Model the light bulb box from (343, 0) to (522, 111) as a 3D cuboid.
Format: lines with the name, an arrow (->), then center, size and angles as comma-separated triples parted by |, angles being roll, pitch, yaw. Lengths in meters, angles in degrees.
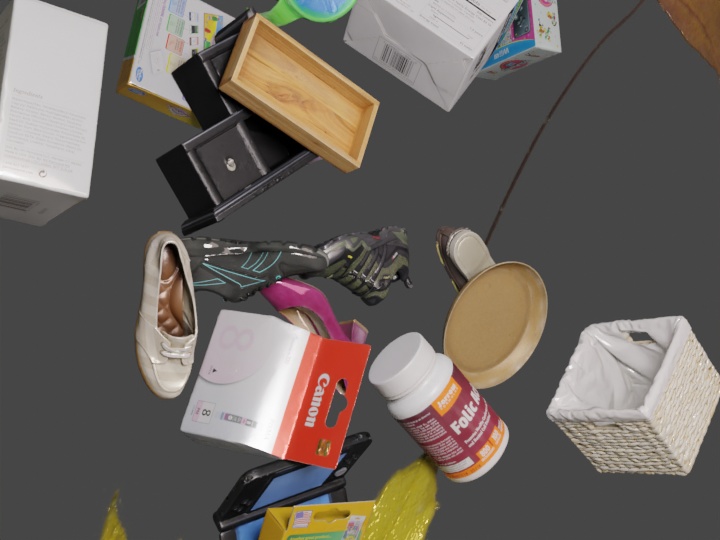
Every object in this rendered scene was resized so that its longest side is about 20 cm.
light bulb box -> 0.113, -0.380, 1.515 | 0.197, 0.125, 0.201 | 35, 59, 5

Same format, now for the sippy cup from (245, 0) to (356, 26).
sippy cup -> -0.080, -0.411, 1.400 | 0.176, 0.130, 0.142 | -21, 119, -27

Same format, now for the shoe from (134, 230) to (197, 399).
shoe -> -0.231, 0.056, 1.237 | 0.069, 0.053, 0.204 | -4, 97, -29

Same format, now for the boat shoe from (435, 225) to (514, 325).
boat shoe -> 0.171, 0.012, 1.557 | 0.072, 0.059, 0.201 | -44, 128, -14

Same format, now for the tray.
tray -> -0.072, -0.214, 1.272 | 0.199, 0.037, 0.100 | 31, 63, -28

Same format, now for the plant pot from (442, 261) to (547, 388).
plant pot -> 0.196, 0.078, 1.547 | 0.198, 0.027, 0.203 | -15, 118, -29

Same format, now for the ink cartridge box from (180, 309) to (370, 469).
ink cartridge box -> -0.104, 0.140, 1.252 | 0.057, 0.197, 0.165 | 49, 51, -52

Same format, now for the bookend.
bookend -> -0.172, -0.183, 1.271 | 0.198, 0.092, 0.202 | -36, 102, -36

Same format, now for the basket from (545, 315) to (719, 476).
basket -> 0.440, 0.199, 1.652 | 0.161, 0.197, 0.201 | 48, 56, -24

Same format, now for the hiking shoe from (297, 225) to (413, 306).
hiking shoe -> 0.000, 0.000, 1.428 | 0.198, 0.075, 0.102 | -14, 86, -39

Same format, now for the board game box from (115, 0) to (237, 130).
board game box -> -0.205, -0.265, 1.346 | 0.198, 0.040, 0.156 | 22, 69, -32

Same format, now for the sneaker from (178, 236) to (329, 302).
sneaker -> -0.138, -0.001, 1.300 | 0.196, 0.075, 0.081 | 2, 91, -2

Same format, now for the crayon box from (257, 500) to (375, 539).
crayon box -> -0.069, 0.358, 1.263 | 0.124, 0.051, 0.203 | 6, 109, -37

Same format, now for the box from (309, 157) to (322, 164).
box -> -0.136, -0.139, 1.374 | 0.198, 0.041, 0.039 | -23, 94, -37

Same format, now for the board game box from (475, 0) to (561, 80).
board game box -> 0.236, -0.423, 1.645 | 0.064, 0.147, 0.204 | 1, 80, -39

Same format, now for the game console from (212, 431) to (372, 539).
game console -> -0.070, 0.311, 1.293 | 0.198, 0.177, 0.117 | -12, 60, -38

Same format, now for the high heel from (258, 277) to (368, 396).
high heel -> -0.069, 0.084, 1.368 | 0.199, 0.067, 0.097 | 39, 55, -38

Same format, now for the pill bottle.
pill bottle -> 0.108, 0.189, 1.448 | 0.200, 0.113, 0.115 | 49, 57, -20

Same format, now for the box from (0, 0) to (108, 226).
box -> -0.362, -0.169, 1.137 | 0.105, 0.151, 0.204 | 12, 74, -34
